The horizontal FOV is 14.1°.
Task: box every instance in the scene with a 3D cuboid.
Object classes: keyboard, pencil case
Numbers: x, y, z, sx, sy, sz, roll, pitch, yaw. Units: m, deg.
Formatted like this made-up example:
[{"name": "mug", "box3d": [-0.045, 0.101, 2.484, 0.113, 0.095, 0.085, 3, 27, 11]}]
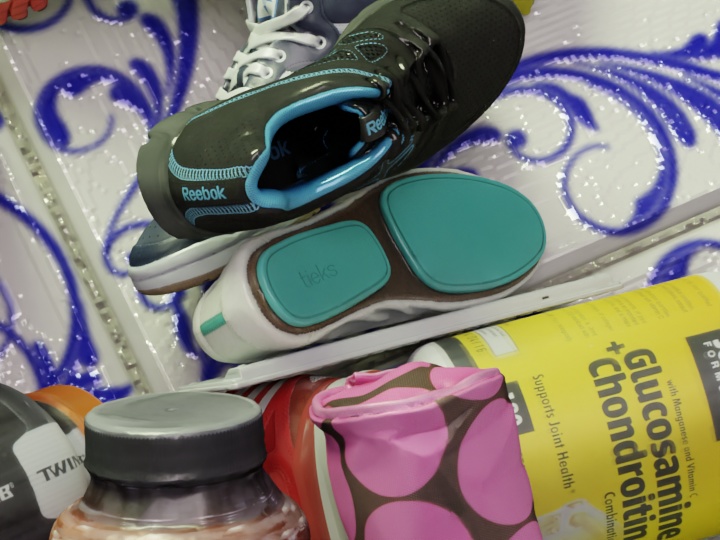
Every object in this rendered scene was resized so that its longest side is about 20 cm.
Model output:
[{"name": "keyboard", "box3d": [0.019, 0.029, 1.261, 0.200, 0.056, 0.011, -13, 86, -29]}, {"name": "pencil case", "box3d": [0.035, 0.132, 1.159, 0.091, 0.094, 0.200, -13, 103, -9]}]

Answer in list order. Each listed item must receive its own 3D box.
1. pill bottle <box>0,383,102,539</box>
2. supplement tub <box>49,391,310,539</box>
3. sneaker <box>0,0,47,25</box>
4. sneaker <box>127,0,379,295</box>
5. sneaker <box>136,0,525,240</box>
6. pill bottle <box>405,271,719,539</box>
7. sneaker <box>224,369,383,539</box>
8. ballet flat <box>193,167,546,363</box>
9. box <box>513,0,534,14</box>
[{"name": "pill bottle", "box3d": [-0.181, 0.107, 1.180, 0.200, 0.106, 0.106, -23, 68, -47]}, {"name": "supplement tub", "box3d": [-0.070, 0.152, 1.157, 0.107, 0.107, 0.200, -4, 101, -7]}, {"name": "sneaker", "box3d": [-0.118, -0.171, 1.308, 0.200, 0.082, 0.078, -20, 61, 10]}, {"name": "sneaker", "box3d": [-0.044, -0.080, 1.298, 0.200, 0.070, 0.109, -38, 109, -24]}, {"name": "sneaker", "box3d": [0.005, -0.065, 1.240, 0.200, 0.082, 0.073, -32, 109, -29]}, {"name": "pill bottle", "box3d": [0.126, 0.064, 1.254, 0.200, 0.112, 0.112, -14, 70, -11]}, {"name": "sneaker", "box3d": [-0.027, 0.142, 1.242, 0.115, 0.078, 0.200, 0, 88, 40]}, {"name": "ballet flat", "box3d": [0.000, 0.000, 1.282, 0.200, 0.069, 0.069, -17, 66, -48]}, {"name": "box", "box3d": [-0.012, -0.192, 1.382, 0.200, 0.048, 0.118, 5, 67, -2]}]
